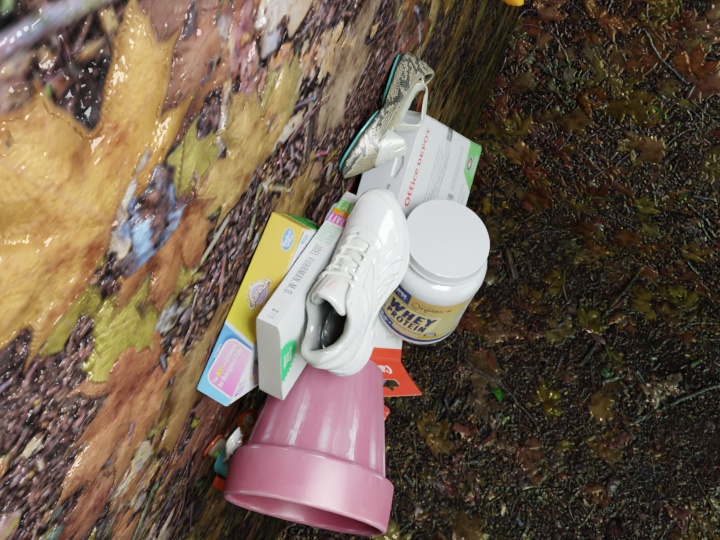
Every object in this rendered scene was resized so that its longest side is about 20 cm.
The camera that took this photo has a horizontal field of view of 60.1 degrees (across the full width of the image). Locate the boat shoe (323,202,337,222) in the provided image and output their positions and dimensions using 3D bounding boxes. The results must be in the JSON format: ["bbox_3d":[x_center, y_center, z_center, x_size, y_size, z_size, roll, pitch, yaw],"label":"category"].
[{"bbox_3d":[-0.006,-0.037,0.956,0.076,0.085,0.203,-61,171,-15],"label":"boat shoe"}]

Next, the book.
[{"bbox_3d":[-0.054,0.024,0.696,0.135,0.047,0.202,97,19,-50],"label":"book"}]

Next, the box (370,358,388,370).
[{"bbox_3d":[-0.033,0.115,0.975,0.048,0.158,0.200,-45,180,24],"label":"box"}]

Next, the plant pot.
[{"bbox_3d":[-0.049,0.198,0.742,0.201,0.194,0.183,101,1,-63],"label":"plant pot"}]

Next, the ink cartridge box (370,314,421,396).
[{"bbox_3d":[0.019,0.098,0.966,0.047,0.202,0.159,-44,149,22],"label":"ink cartridge box"}]

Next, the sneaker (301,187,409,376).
[{"bbox_3d":[-0.007,0.011,0.634,0.099,0.076,0.205,17,88,-66],"label":"sneaker"}]

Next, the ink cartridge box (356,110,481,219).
[{"bbox_3d":[0.095,-0.151,0.964,0.198,0.083,0.150,10,99,-54],"label":"ink cartridge box"}]

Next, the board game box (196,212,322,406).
[{"bbox_3d":[-0.102,0.038,0.709,0.204,0.040,0.153,-66,173,5],"label":"board game box"}]

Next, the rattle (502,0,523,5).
[{"bbox_3d":[0.167,-0.435,0.722,0.202,0.141,0.131,-57,152,-12],"label":"rattle"}]

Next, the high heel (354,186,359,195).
[{"bbox_3d":[0.041,-0.163,0.993,0.202,0.067,0.096,-56,174,0],"label":"high heel"}]

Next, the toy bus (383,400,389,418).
[{"bbox_3d":[-0.034,0.197,1.075,0.137,0.190,0.200,-58,175,10],"label":"toy bus"}]

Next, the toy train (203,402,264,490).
[{"bbox_3d":[-0.147,0.187,0.825,0.200,0.055,0.153,-51,160,-54],"label":"toy train"}]

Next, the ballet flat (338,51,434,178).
[{"bbox_3d":[0.045,-0.201,0.834,0.203,0.074,0.068,-63,173,-15],"label":"ballet flat"}]

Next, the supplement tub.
[{"bbox_3d":[0.103,0.006,0.915,0.146,0.142,0.201,-60,171,-30],"label":"supplement tub"}]
